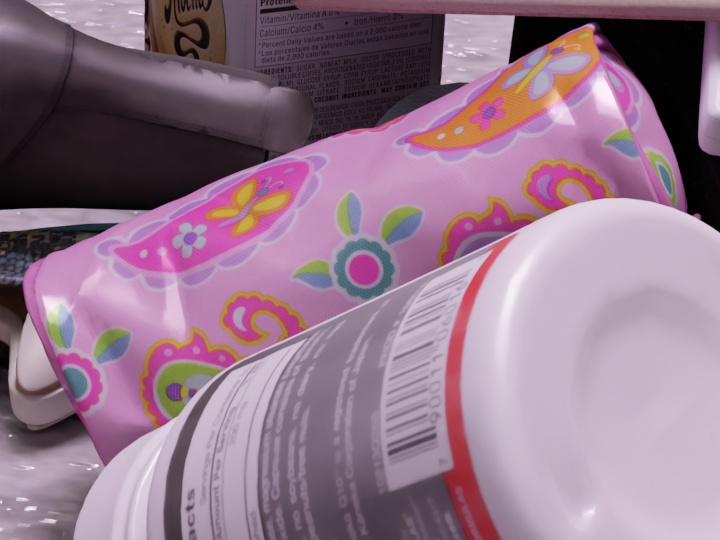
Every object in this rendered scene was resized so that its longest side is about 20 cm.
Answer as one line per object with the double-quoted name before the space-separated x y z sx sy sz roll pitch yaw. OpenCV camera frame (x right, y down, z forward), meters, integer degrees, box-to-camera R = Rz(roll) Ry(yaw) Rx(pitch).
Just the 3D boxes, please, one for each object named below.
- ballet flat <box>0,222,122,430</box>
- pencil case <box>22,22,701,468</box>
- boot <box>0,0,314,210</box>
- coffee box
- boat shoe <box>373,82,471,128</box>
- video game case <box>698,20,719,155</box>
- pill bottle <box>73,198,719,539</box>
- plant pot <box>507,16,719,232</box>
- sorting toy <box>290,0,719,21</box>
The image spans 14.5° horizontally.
"ballet flat" -0.127 0.021 0.944 0.199 0.074 0.074 2 30 4
"pencil case" 0.000 0.000 0.847 0.200 0.088 0.087 -23 29 10
"boot" -0.100 -0.036 0.974 0.138 0.078 0.200 13 -10 -9
"coffee box" -0.026 -0.103 1.015 0.080 0.200 0.113 -9 32 -20
"boat shoe" 0.009 0.021 0.936 0.072 0.062 0.200 3 44 35
"video game case" 0.199 -0.102 0.873 0.182 0.023 0.200 9 52 1
"pill bottle" 0.017 0.063 0.733 0.114 0.114 0.200 -27 1 -40
"plant pot" 0.163 -0.040 0.943 0.199 0.200 0.178 -2 41 -8
"sorting toy" 0.075 -0.169 0.870 0.185 0.036 0.200 4 70 29
